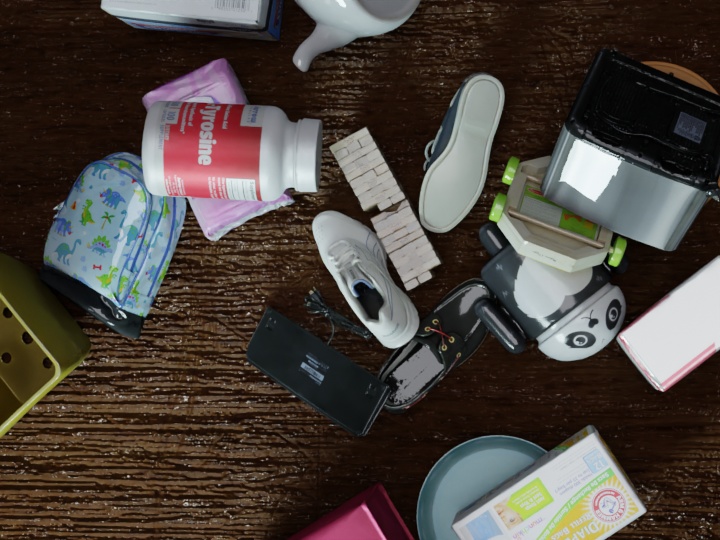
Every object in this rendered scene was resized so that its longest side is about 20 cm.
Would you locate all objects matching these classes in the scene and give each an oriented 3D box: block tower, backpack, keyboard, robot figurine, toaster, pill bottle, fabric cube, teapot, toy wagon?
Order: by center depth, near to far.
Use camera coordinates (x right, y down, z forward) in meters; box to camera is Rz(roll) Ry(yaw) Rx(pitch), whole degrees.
[{"bbox_3d":[0.315,-0.134,1.521,0.181,0.200,0.119,23,134,6],"label":"toaster"},{"bbox_3d":[0.237,-0.081,1.561,0.155,0.200,0.040,21,136,3],"label":"toy wagon"},{"bbox_3d":[-0.147,-0.139,1.584,0.200,0.112,0.112,3,89,2],"label":"pill bottle"},{"bbox_3d":[-0.020,0.389,1.588,0.199,0.200,0.196,-32,84,4],"label":"fabric cube"},{"bbox_3d":[0.223,0.012,1.598,0.200,0.125,0.150,52,131,6],"label":"robot figurine"},{"bbox_3d":[-0.024,-0.376,1.632,0.146,0.200,0.198,2,129,44],"label":"teapot"},{"bbox_3d":[-0.043,0.103,1.656,0.200,0.021,0.127,32,99,25],"label":"keyboard"},{"bbox_3d":[0.035,-0.075,1.662,0.054,0.058,0.200,-28,87,6],"label":"block tower"},{"bbox_3d":[-0.301,-0.045,1.672,0.163,0.154,0.200,30,80,27],"label":"backpack"}]

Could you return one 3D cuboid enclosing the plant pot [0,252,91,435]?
[{"bbox_3d":[-0.449,0.095,1.653,0.200,0.176,0.200,-41,84,14],"label":"plant pot"}]

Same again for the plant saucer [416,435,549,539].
[{"bbox_3d":[0.169,0.300,1.650,0.200,0.027,0.200,0,90,8],"label":"plant saucer"}]

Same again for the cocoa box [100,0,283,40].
[{"bbox_3d":[-0.199,-0.364,1.660,0.200,0.131,0.134,7,90,8],"label":"cocoa box"}]

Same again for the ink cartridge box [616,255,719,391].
[{"bbox_3d":[0.372,0.063,1.541,0.146,0.200,0.085,-39,79,5],"label":"ink cartridge box"}]

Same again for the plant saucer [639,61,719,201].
[{"bbox_3d":[0.350,-0.155,1.630,0.200,0.037,0.200,0,88,7],"label":"plant saucer"}]

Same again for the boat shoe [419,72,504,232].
[{"bbox_3d":[0.118,-0.145,1.646,0.075,0.062,0.200,13,100,-8],"label":"boat shoe"}]

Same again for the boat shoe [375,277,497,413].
[{"bbox_3d":[0.094,0.093,1.648,0.074,0.063,0.201,42,93,9],"label":"boat shoe"}]

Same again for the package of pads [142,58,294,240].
[{"bbox_3d":[-0.177,-0.149,1.680,0.120,0.076,0.200,-26,86,2],"label":"package of pads"}]

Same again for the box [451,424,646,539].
[{"bbox_3d":[0.220,0.282,1.579,0.200,0.101,0.113,-35,84,6],"label":"box"}]

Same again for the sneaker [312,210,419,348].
[{"bbox_3d":[0.000,0.000,1.635,0.074,0.087,0.200,-40,63,8],"label":"sneaker"}]
